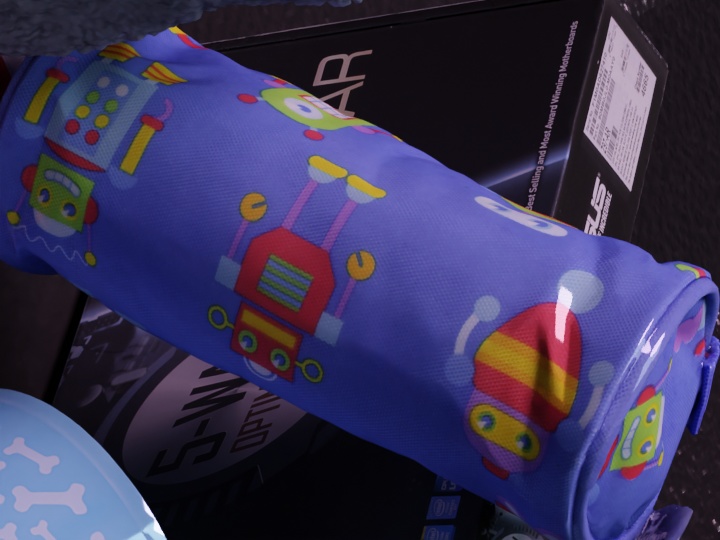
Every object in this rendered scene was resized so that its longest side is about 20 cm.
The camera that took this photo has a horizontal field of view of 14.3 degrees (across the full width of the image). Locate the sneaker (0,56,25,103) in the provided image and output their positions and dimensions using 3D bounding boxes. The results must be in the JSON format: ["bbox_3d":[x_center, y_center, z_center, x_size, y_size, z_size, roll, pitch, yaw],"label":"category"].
[{"bbox_3d":[-0.156,-0.058,0.713,0.200,0.071,0.113,32,72,-53],"label":"sneaker"}]

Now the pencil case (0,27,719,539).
[{"bbox_3d":[0.000,0.000,0.728,0.087,0.200,0.078,-18,130,-59],"label":"pencil case"}]

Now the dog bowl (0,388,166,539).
[{"bbox_3d":[-0.081,0.132,0.754,0.050,0.111,0.200,-28,105,-37],"label":"dog bowl"}]

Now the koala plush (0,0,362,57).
[{"bbox_3d":[-0.038,-0.177,0.664,0.177,0.183,0.200,71,15,-65],"label":"koala plush"}]

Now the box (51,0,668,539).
[{"bbox_3d":[-0.007,0.018,0.824,0.044,0.160,0.200,47,49,-43],"label":"box"}]
